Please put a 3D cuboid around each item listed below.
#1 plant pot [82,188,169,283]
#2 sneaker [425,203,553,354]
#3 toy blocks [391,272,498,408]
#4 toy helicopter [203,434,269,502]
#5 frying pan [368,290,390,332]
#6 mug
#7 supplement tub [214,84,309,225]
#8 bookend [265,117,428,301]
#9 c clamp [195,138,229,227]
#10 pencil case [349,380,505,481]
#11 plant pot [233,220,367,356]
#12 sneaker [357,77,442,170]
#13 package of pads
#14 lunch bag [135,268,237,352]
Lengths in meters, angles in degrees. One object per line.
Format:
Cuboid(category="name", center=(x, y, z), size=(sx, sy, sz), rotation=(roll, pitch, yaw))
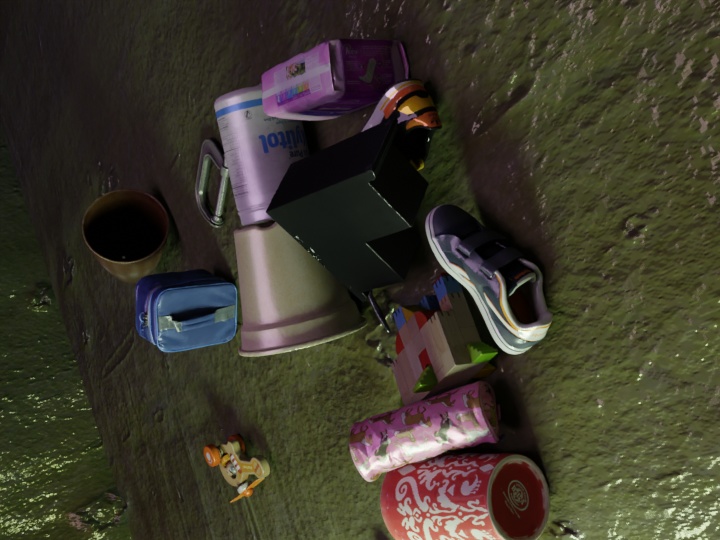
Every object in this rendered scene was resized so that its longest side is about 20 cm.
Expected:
Cuboid(category="plant pot", center=(-0.528, -0.055, 1.966), size=(0.188, 0.186, 0.200), rotation=(61, 160, 21))
Cuboid(category="sneaker", center=(0.155, -0.004, 0.996), size=(0.200, 0.078, 0.079), rotation=(56, 149, 9))
Cuboid(category="toy blocks", center=(0.092, 0.095, 1.136), size=(0.200, 0.099, 0.137), rotation=(-56, 44, 50))
Cuboid(category="toy helicopter", center=(-0.244, 0.417, 1.789), size=(0.200, 0.079, 0.133), rotation=(-16, 90, 54))
Cuboid(category="frying pan", center=(-0.005, -0.009, 1.242), size=(0.190, 0.031, 0.115), rotation=(57, 178, 31))
Cuboid(category="mug", center=(0.153, 0.303, 1.114), size=(0.200, 0.177, 0.134), rotation=(-22, 47, 54))
Cuboid(category="supplement tub", center=(-0.145, -0.181, 1.338), size=(0.132, 0.131, 0.201), rotation=(-6, 98, 58))
Cuboid(category="bookend", center=(0.020, -0.070, 1.110), size=(0.199, 0.092, 0.199), rotation=(-17, 130, 44))
Cuboid(category="c clamp", center=(-0.278, -0.160, 1.650), size=(0.171, 0.027, 0.200), rotation=(56, 143, 28))
Cuboid(category="pencil case", center=(0.082, 0.207, 1.097), size=(0.199, 0.083, 0.087), rotation=(-21, 108, 17))
Cuboid(category="plant pot", center=(-0.106, 0.013, 1.289), size=(0.200, 0.200, 0.185), rotation=(-6, 98, 58))
Cuboid(category="sneaker", center=(0.042, -0.150, 1.116), size=(0.090, 0.070, 0.200), rotation=(61, 144, 26))
Cuboid(category="package of pads", center=(-0.038, -0.253, 1.152), size=(0.200, 0.120, 0.076), rotation=(-3, 95, 58))
Cuboid(category="lunch bag", center=(-0.347, 0.079, 1.692), size=(0.132, 0.199, 0.137), rotation=(18, 112, 50))
